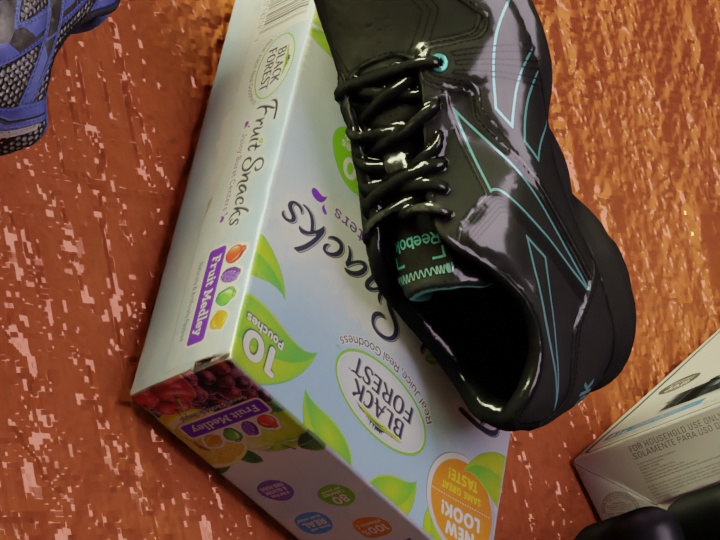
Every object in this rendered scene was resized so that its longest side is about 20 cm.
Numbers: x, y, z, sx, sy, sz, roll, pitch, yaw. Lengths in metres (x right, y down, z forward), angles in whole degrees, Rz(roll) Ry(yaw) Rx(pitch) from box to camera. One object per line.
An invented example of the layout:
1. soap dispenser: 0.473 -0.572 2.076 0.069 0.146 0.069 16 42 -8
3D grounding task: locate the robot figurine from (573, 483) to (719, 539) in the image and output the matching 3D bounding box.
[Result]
1. robot figurine: 0.144 0.181 1.023 0.125 0.150 0.201 4 69 -69

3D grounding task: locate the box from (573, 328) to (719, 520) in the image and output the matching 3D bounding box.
1. box: 0.186 0.053 1.162 0.200 0.116 0.060 -33 96 -54

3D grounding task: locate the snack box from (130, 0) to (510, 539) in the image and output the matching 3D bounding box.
1. snack box: 0.000 0.000 0.990 0.142 0.053 0.201 42 42 -31

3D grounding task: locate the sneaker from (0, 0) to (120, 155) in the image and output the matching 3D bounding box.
1. sneaker: -0.110 -0.116 0.901 0.079 0.075 0.200 54 44 -34

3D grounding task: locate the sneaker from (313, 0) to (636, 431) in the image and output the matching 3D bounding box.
1. sneaker: 0.032 -0.038 0.942 0.079 0.075 0.201 -39 104 -52
